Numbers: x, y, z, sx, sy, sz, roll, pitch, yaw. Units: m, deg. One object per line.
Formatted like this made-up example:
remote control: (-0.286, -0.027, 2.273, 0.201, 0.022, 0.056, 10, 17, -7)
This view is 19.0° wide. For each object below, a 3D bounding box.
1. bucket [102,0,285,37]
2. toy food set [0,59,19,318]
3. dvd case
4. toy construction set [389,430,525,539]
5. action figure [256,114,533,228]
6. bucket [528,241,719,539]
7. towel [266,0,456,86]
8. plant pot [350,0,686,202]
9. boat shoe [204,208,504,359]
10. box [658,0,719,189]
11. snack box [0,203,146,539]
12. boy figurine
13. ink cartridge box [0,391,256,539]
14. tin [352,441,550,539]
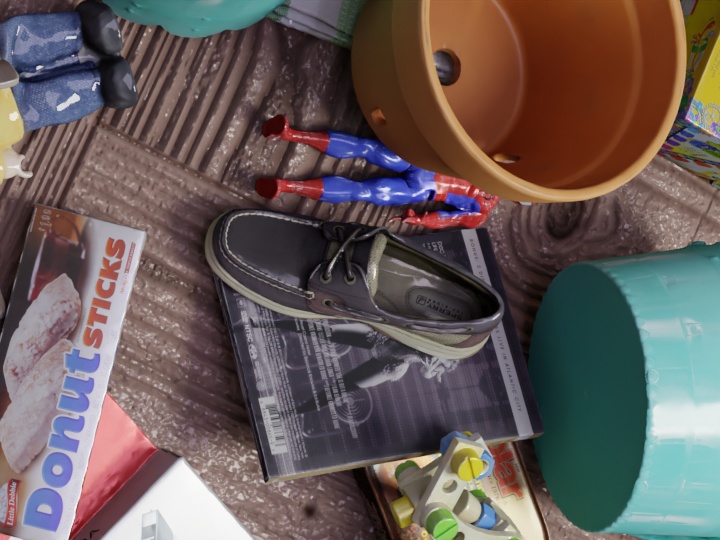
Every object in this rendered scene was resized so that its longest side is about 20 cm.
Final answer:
bucket: (-0.086, -0.248, 1.288, 0.205, 0.135, 0.209, 1, 88, -17)
toy food set: (-0.268, -0.030, 1.230, 0.142, 0.061, 0.201, -13, 140, -23)
dvd case: (0.012, 0.052, 1.406, 0.198, 0.016, 0.150, -8, 71, -23)
toy construction set: (0.023, 0.194, 1.379, 0.199, 0.092, 0.131, -34, 127, 14)
action figure: (0.032, -0.062, 1.424, 0.199, 0.052, 0.066, 6, 87, -27)
bucket: (0.207, 0.082, 1.428, 0.134, 0.207, 0.209, 0, 94, -21)
towel: (0.038, -0.208, 1.423, 0.199, 0.031, 0.150, 19, 87, -25)
plant pot: (0.085, -0.138, 1.353, 0.199, 0.140, 0.202, 2, 85, -31)
boat shoe: (0.000, 0.000, 1.376, 0.199, 0.065, 0.072, 21, 62, -12)
box: (0.300, -0.156, 1.500, 0.192, 0.122, 0.201, 26, 83, -25)
snack box: (-0.190, 0.065, 1.323, 0.071, 0.024, 0.202, 14, 84, -5)
boy figurine: (-0.239, -0.109, 1.285, 0.199, 0.064, 0.125, -18, 105, -25)
ink cartridge box: (-0.185, 0.186, 1.343, 0.200, 0.045, 0.176, -46, 112, -15)
tin: (0.060, 0.152, 1.458, 0.111, 0.042, 0.201, -24, 103, -17)
